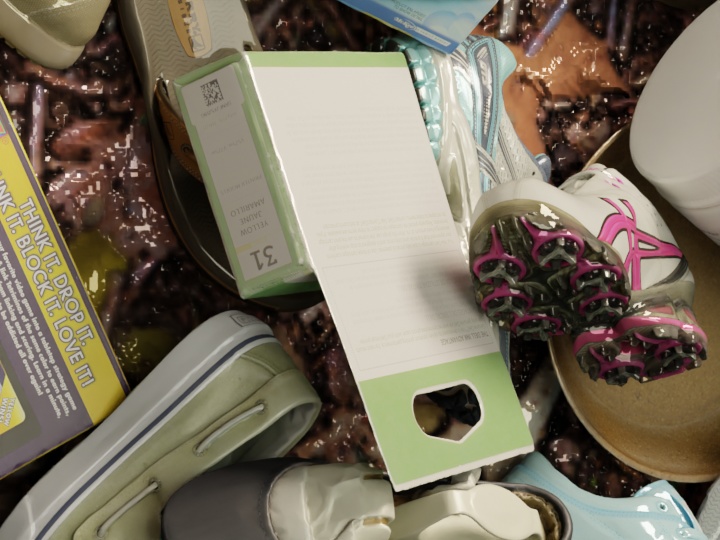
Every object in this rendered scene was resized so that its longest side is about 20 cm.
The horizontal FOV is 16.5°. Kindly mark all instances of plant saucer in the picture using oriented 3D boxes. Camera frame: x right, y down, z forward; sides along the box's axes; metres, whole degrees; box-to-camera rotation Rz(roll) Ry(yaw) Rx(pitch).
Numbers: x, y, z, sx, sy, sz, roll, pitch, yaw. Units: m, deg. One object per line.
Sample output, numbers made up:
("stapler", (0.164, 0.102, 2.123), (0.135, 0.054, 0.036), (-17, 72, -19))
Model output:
("plant saucer", (0.171, 0.010, 1.309), (0.200, 0.035, 0.200), (-2, 94, -29))

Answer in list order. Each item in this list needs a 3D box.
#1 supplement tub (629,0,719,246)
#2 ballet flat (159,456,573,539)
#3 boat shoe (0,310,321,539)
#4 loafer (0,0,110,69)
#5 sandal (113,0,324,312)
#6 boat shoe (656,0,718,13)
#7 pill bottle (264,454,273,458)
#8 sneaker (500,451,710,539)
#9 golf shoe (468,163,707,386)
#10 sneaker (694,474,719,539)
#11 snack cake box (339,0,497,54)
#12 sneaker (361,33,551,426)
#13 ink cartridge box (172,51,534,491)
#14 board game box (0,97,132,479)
("supplement tub", (0.248, -0.042, 1.255), (0.200, 0.132, 0.132), (36, 75, -26))
("ballet flat", (0.011, 0.111, 1.091), (0.200, 0.073, 0.073), (10, 87, -31))
("boat shoe", (-0.100, 0.107, 1.114), (0.200, 0.062, 0.072), (-50, 149, 5))
("loafer", (-0.179, -0.171, 1.077), (0.068, 0.076, 0.200), (-43, 124, 9))
("sandal", (-0.057, -0.073, 1.167), (0.082, 0.055, 0.200), (-21, 102, -27))
("boat shoe", (0.128, -0.190, 1.261), (0.200, 0.072, 0.068), (16, 68, -26))
("pill bottle", (0.004, 0.172, 1.180), (0.200, 0.113, 0.113), (36, 76, -26))
("sneaker", (0.157, 0.148, 1.243), (0.200, 0.074, 0.082), (23, 77, 7))
("golf shoe", (0.101, -0.011, 1.180), (0.200, 0.073, 0.092), (34, 44, -58))
("sneaker", (0.196, 0.162, 1.307), (0.073, 0.071, 0.200), (38, 87, 15))
("snack cake box", (-0.009, -0.195, 1.142), (0.200, 0.115, 0.067), (24, 41, -23))
("sneaker", (0.061, -0.022, 1.225), (0.086, 0.078, 0.200), (-14, 99, -31))
("ink cartridge box", (0.000, 0.000, 1.116), (0.145, 0.048, 0.200), (-8, 80, -61))
("board game box", (-0.214, 0.007, 1.084), (0.165, 0.057, 0.200), (-29, 106, -27))
